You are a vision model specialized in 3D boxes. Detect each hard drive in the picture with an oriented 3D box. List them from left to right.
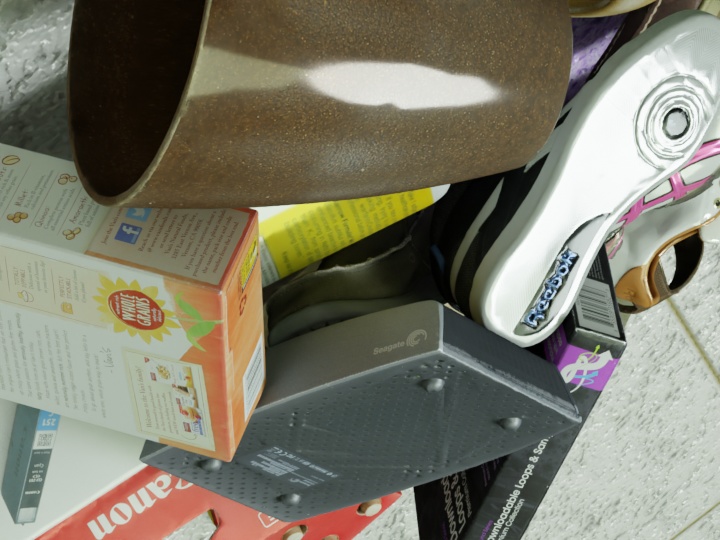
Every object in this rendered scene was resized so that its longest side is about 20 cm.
[{"bbox_3d":[-0.002,0.073,1.484,0.199,0.043,0.135,-22,147,34],"label":"hard drive"}]

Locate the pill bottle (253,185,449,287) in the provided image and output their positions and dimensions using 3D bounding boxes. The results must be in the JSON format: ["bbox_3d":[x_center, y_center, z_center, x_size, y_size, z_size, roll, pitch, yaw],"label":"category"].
[{"bbox_3d":[-0.024,-0.067,1.456,0.199,0.115,0.114,-26,146,-2],"label":"pill bottle"}]

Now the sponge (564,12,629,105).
[{"bbox_3d":[0.091,-0.122,1.588,0.199,0.030,0.112,-11,139,-34],"label":"sponge"}]

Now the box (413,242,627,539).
[{"bbox_3d":[0.082,0.071,1.574,0.036,0.143,0.201,16,121,-14],"label":"box"}]

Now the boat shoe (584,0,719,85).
[{"bbox_3d":[0.171,-0.177,1.546,0.072,0.072,0.201,33,99,-11],"label":"boat shoe"}]

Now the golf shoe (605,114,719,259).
[{"bbox_3d":[0.143,-0.063,1.609,0.200,0.073,0.092,-44,148,20],"label":"golf shoe"}]

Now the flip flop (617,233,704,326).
[{"bbox_3d":[0.185,-0.020,1.770,0.081,0.058,0.200,9,125,-47],"label":"flip flop"}]

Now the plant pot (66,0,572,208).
[{"bbox_3d":[-0.011,-0.107,1.325,0.199,0.187,0.188,9,128,-24],"label":"plant pot"}]

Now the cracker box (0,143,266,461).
[{"bbox_3d":[-0.147,0.008,1.394,0.134,0.199,0.058,91,18,-51],"label":"cracker box"}]

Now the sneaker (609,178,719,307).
[{"bbox_3d":[0.204,-0.067,1.684,0.200,0.085,0.073,-55,168,11],"label":"sneaker"}]

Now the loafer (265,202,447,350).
[{"bbox_3d":[0.000,0.000,1.539,0.075,0.070,0.200,-27,177,25],"label":"loafer"}]

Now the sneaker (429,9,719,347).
[{"bbox_3d":[0.102,-0.063,1.502,0.073,0.112,0.200,38,90,-31],"label":"sneaker"}]

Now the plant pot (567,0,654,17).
[{"bbox_3d":[0.059,-0.177,1.350,0.028,0.199,0.200,-59,150,-16],"label":"plant pot"}]

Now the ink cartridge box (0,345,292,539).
[{"bbox_3d":[-0.129,0.104,1.558,0.199,0.045,0.177,-33,104,-5],"label":"ink cartridge box"}]

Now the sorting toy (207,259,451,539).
[{"bbox_3d":[-0.025,0.085,1.681,0.200,0.070,0.198,-41,147,16],"label":"sorting toy"}]
